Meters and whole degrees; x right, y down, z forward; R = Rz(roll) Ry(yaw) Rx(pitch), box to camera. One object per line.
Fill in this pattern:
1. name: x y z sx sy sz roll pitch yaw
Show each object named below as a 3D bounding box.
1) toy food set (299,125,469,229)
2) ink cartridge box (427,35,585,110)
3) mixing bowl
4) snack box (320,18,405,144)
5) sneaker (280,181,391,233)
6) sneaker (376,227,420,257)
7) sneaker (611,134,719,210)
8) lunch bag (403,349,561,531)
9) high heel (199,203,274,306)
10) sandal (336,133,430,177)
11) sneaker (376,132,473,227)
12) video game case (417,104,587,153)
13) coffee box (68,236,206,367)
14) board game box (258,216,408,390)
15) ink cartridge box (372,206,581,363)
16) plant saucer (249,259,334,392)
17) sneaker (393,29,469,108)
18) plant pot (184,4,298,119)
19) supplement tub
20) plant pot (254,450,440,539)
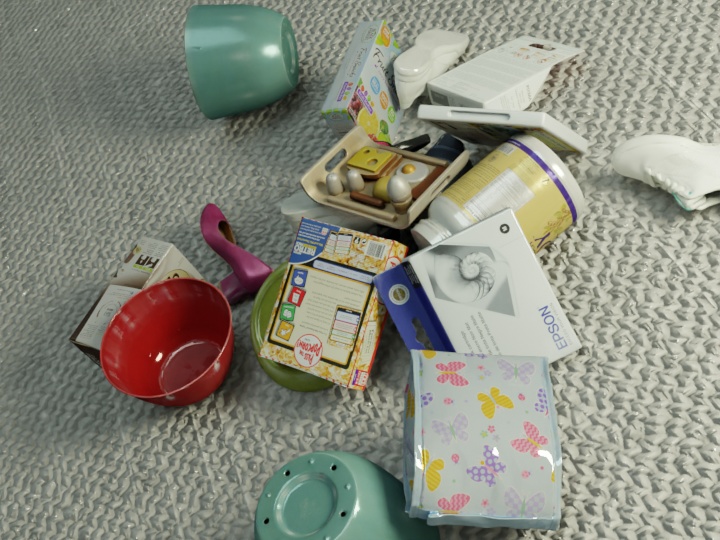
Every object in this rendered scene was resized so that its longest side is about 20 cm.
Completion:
1. toy food set: 0.032 -0.140 1.377 0.200 0.060 0.144 20 54 35
2. ink cartridge box: 0.229 -0.301 1.554 0.200 0.047 0.160 -29 32 -18
3. mixing bowl: -0.263 0.122 1.437 0.200 0.108 0.200 -9 52 12
4. snack box: 0.017 -0.282 1.593 0.053 0.142 0.200 1 55 30
5. sneaker: -0.006 -0.067 1.453 0.200 0.116 0.074 -4 41 29
6. sneaker: 0.000 0.000 1.416 0.200 0.081 0.074 -38 45 -3
7. sneaker: 0.417 -0.119 1.282 0.200 0.075 0.089 9 71 33
8. lunch bag: 0.132 0.200 1.121 0.169 0.127 0.200 2 46 -3
9. high heel: -0.193 -0.044 1.564 0.096 0.067 0.200 -31 50 17
10. sandal: 0.017 -0.174 1.507 0.200 0.045 0.075 -28 1 -27
11. sneaker: 0.079 -0.138 1.493 0.202 0.077 0.146 5 48 42
12. video game case: 0.202 -0.198 1.386 0.182 0.200 0.023 9 90 29
13. coffee box: -0.340 0.063 1.534 0.080 0.113 0.200 13 61 37
14. board game box: -0.038 0.042 1.324 0.151 0.046 0.200 17 87 30
15. ink cartridge box: 0.142 0.051 1.238 0.200 0.200 0.041 -28 1 8
16. plant saucer: -0.078 0.068 1.385 0.200 0.031 0.200 -7 75 27
17. sneaker: 0.112 -0.333 1.635 0.075 0.089 0.200 22 42 26
18. plant pot: -0.200 -0.376 1.755 0.161 0.201 0.201 -4 51 10
19. supplement tub: 0.182 -0.071 1.327 0.200 0.145 0.145 -40 46 -5
20. plant pot: -0.028 0.300 1.132 0.200 0.161 0.201 -15 49 18
